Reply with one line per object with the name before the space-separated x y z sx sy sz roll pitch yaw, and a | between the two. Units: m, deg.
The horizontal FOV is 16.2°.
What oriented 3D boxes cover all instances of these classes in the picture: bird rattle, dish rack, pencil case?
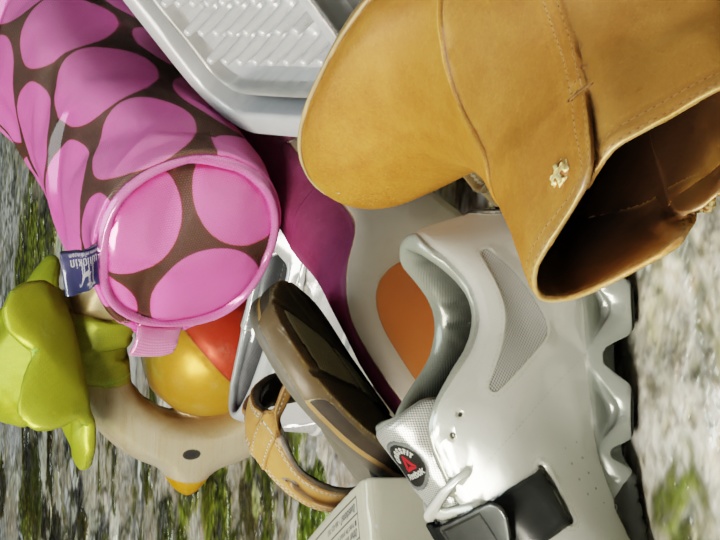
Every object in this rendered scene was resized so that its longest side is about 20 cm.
bird rattle | -0.084 0.013 1.193 0.200 0.163 0.113 -46 27 -10
dish rack | -0.063 -0.136 0.926 0.200 0.044 0.171 53 162 -20
pencil case | -0.107 -0.051 1.074 0.200 0.090 0.094 -125 39 -53

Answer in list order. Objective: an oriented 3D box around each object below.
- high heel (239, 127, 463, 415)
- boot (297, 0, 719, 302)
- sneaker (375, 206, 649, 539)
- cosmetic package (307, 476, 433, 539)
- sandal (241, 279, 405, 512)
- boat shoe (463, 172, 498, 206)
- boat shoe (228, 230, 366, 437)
high heel | 0.000 0.000 1.017 0.201 0.067 0.096 63 154 22
boot | 0.047 -0.042 0.792 0.201 0.071 0.145 -42 34 35
sneaker | 0.047 0.077 0.853 0.074 0.088 0.201 138 129 -66
cosmetic package | 0.029 0.185 0.930 0.105 0.071 0.201 129 139 -63
sandal | -0.018 0.061 1.000 0.082 0.054 0.200 55 177 12
boat shoe | 0.028 -0.082 0.964 0.200 0.062 0.074 -117 32 -57
boat shoe | -0.023 -0.021 1.124 0.072 0.068 0.201 -116 32 -58
